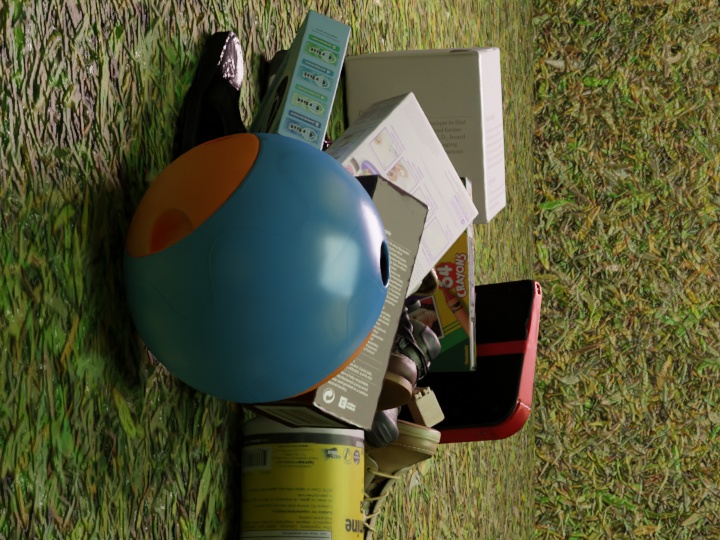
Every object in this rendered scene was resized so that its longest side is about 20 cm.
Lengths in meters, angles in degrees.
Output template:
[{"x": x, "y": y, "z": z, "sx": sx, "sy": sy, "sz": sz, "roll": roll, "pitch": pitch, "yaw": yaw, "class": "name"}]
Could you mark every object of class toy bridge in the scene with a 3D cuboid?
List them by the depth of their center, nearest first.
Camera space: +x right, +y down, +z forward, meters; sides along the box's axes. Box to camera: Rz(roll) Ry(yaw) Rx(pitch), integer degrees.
[{"x": 0.010, "y": 0.137, "z": 1.874, "sx": 0.027, "sy": 0.200, "sz": 0.068, "roll": -26, "pitch": 94, "yaw": -32, "class": "toy bridge"}]

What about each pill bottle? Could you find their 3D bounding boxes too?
[{"x": -0.053, "y": 0.234, "z": 1.640, "sx": 0.112, "sy": 0.112, "sz": 0.201, "roll": 39, "pitch": 50, "yaw": -73, "class": "pill bottle"}]

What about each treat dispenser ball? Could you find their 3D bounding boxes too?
[{"x": -0.078, "y": -0.002, "z": 1.367, "sx": 0.201, "sy": 0.199, "sz": 0.202, "roll": -2, "pitch": 90, "yaw": -77, "class": "treat dispenser ball"}]

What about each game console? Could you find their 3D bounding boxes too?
[{"x": 0.096, "y": 0.100, "z": 1.959, "sx": 0.031, "sy": 0.199, "sz": 0.178, "roll": 44, "pitch": 48, "yaw": -47, "class": "game console"}]

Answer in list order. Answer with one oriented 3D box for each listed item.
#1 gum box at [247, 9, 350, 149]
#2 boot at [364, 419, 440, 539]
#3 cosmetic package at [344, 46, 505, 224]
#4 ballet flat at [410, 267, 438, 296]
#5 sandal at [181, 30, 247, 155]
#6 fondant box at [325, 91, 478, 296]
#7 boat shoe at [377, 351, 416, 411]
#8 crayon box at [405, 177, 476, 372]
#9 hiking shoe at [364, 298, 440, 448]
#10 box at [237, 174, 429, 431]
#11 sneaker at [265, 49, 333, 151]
[{"x": -0.072, "y": -0.099, "z": 1.575, "sx": 0.201, "sy": 0.044, "sz": 0.170, "roll": -79, "pitch": -165, "yaw": -45, "class": "gum box"}, {"x": 0.004, "y": 0.228, "z": 1.792, "sx": 0.200, "sy": 0.072, "sz": 0.156, "roll": -21, "pitch": -128, "yaw": 56, "class": "boot"}, {"x": 0.080, "y": -0.161, "z": 2.174, "sx": 0.165, "sy": 0.164, "sz": 0.201, "roll": -34, "pitch": 122, "yaw": -76, "class": "cosmetic package"}, {"x": 0.000, "y": 0.000, "z": 1.785, "sx": 0.199, "sy": 0.068, "sz": 0.072, "roll": 6, "pitch": 38, "yaw": -40, "class": "ballet flat"}, {"x": -0.116, "y": -0.130, "z": 1.557, "sx": 0.076, "sy": 0.048, "sz": 0.201, "roll": 73, "pitch": 20, "yaw": -48, "class": "sandal"}, {"x": 0.014, "y": -0.054, "z": 1.724, "sx": 0.200, "sy": 0.058, "sz": 0.145, "roll": -48, "pitch": 116, "yaw": -41, "class": "fondant box"}, {"x": -0.027, "y": 0.084, "z": 1.615, "sx": 0.070, "sy": 0.199, "sz": 0.071, "roll": 44, "pitch": 56, "yaw": -35, "class": "boat shoe"}, {"x": 0.032, "y": 0.007, "z": 1.914, "sx": 0.058, "sy": 0.171, "sz": 0.201, "roll": 19, "pitch": 69, "yaw": -80, "class": "crayon box"}, {"x": 0.026, "y": 0.087, "z": 1.745, "sx": 0.076, "sy": 0.100, "sz": 0.200, "roll": 58, "pitch": 11, "yaw": -31, "class": "hiking shoe"}, {"x": -0.022, "y": 0.027, "z": 1.503, "sx": 0.075, "sy": 0.100, "sz": 0.201, "roll": 27, "pitch": 70, "yaw": -39, "class": "box"}, {"x": -0.027, "y": -0.121, "z": 1.800, "sx": 0.076, "sy": 0.115, "sz": 0.201, "roll": -60, "pitch": 146, "yaw": -67, "class": "sneaker"}]
